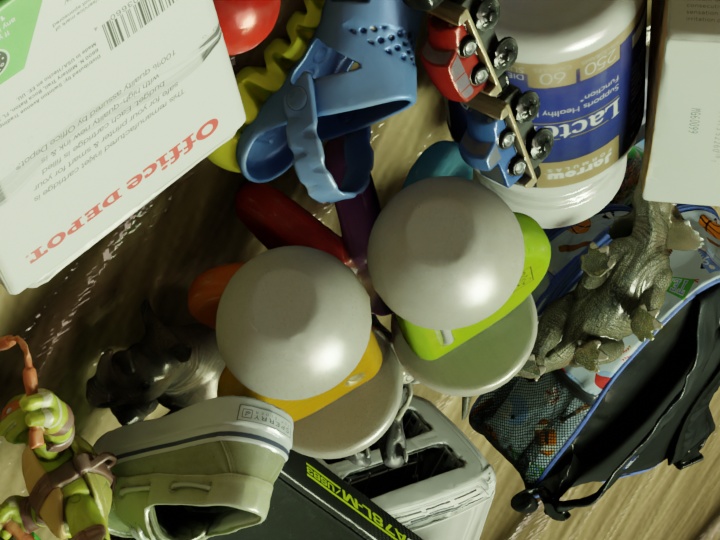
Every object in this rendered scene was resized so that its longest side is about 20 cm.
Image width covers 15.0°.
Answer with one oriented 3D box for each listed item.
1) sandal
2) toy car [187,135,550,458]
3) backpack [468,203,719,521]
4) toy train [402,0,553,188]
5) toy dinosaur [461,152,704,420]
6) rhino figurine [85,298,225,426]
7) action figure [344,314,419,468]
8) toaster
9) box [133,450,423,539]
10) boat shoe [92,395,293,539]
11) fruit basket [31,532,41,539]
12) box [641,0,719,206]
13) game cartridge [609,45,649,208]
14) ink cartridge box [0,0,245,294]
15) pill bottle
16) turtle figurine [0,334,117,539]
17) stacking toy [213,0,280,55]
[{"bbox_3d":[0.003,-0.113,1.414,0.079,0.087,0.200,2,127,-54],"label":"sandal"},{"bbox_3d":[0.000,0.000,1.492,0.199,0.151,0.175,-25,157,-1],"label":"toy car"},{"bbox_3d":[0.171,0.041,1.740,0.200,0.154,0.191,-15,151,-54],"label":"backpack"},{"bbox_3d":[0.053,-0.110,1.384,0.046,0.034,0.200,-46,136,-19],"label":"toy train"},{"bbox_3d":[0.141,0.025,1.614,0.200,0.077,0.102,-56,170,19],"label":"toy dinosaur"},{"bbox_3d":[-0.100,0.067,1.564,0.087,0.060,0.200,-43,153,7],"label":"rhino figurine"},{"bbox_3d":[0.028,0.026,1.642,0.118,0.102,0.200,-9,139,-44],"label":"action figure"},{"bbox_3d":[-0.003,0.165,1.792,0.199,0.114,0.130,-14,138,-39],"label":"toaster"},{"bbox_3d":[-0.056,0.215,1.706,0.200,0.048,0.193,-41,120,21],"label":"box"},{"bbox_3d":[-0.103,0.119,1.486,0.200,0.072,0.062,-32,-140,57],"label":"boat shoe"},{"bbox_3d":[-0.223,0.233,1.533,0.156,0.216,0.215,-51,153,21],"label":"fruit basket"},{"bbox_3d":[0.216,-0.157,1.507,0.106,0.201,0.153,4,146,4],"label":"box"},{"bbox_3d":[0.141,-0.049,1.768,0.129,0.038,0.200,-30,151,-18],"label":"game cartridge"},{"bbox_3d":[-0.143,-0.100,1.223,0.146,0.084,0.200,-37,154,-13],"label":"ink cartridge box"},{"bbox_3d":[0.102,-0.114,1.519,0.116,0.116,0.200,-36,153,-15],"label":"pill bottle"},{"bbox_3d":[-0.157,0.129,1.468,0.064,0.162,0.200,-17,154,-24],"label":"turtle figurine"},{"bbox_3d":[-0.036,-0.181,1.276,0.085,0.085,0.200,-20,152,-40],"label":"stacking toy"}]
